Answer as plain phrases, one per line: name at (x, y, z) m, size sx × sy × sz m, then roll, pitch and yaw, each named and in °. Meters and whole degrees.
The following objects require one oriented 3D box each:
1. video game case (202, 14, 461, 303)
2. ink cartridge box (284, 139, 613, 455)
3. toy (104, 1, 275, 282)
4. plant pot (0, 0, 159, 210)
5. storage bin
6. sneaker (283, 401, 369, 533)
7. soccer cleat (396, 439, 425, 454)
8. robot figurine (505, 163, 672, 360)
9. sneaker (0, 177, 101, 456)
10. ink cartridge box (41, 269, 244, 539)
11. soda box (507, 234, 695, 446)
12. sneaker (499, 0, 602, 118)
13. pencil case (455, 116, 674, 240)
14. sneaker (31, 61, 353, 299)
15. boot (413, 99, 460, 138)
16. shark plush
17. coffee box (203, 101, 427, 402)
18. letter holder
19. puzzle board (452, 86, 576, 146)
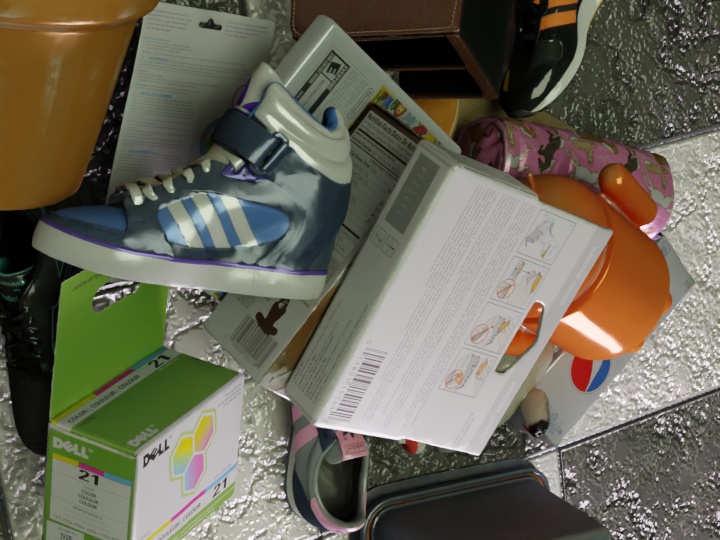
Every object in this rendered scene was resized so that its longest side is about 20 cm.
video game case at (-0.038, -0.055, 1.033) m, size 0.200 × 0.023 × 0.182 m, roll -51°, pitch 137°, yaw 1°
ink cartridge box at (0.063, 0.026, 1.004) m, size 0.176 × 0.045 × 0.201 m, roll 17°, pitch 107°, yaw -44°
toy at (-0.137, -0.091, 1.042) m, size 0.115 × 0.047 × 0.201 m, roll 0°, pitch 107°, yaw -45°
plant pot at (-0.230, -0.146, 0.909) m, size 0.199 × 0.200 × 0.184 m, roll -2°, pitch 116°, yaw -30°
storage bin at (0.108, 0.256, 1.206) m, size 0.199 × 0.134 × 0.147 m, roll -6°, pitch 102°, yaw -29°
sneaker at (-0.020, 0.109, 1.132) m, size 0.070 × 0.082 × 0.202 m, roll -12°, pitch 105°, yaw -28°
soccer cleat at (0.054, 0.055, 1.162) m, size 0.085 × 0.069 × 0.201 m, roll -11°, pitch 112°, yaw -18°
robot figurine at (0.162, 0.000, 1.115) m, size 0.200 × 0.143 × 0.117 m, roll 31°, pitch 46°, yaw -44°
sneaker at (-0.227, 0.030, 0.988) m, size 0.079 × 0.075 × 0.202 m, roll -13°, pitch 104°, yaw -66°
ink cartridge box at (-0.145, 0.087, 0.996) m, size 0.148 × 0.075 × 0.201 m, roll -36°, pitch 139°, yaw -59°
soda box at (0.198, 0.053, 1.258) m, size 0.200 × 0.068 × 0.064 m, roll -46°, pitch 119°, yaw -15°
sneaker at (0.147, -0.222, 1.177) m, size 0.090 × 0.070 × 0.201 m, roll 35°, pitch 73°, yaw -27°
pencil case at (0.166, -0.072, 1.191) m, size 0.199 × 0.083 × 0.087 m, roll 10°, pitch 84°, yaw -33°
sneaker at (-0.101, -0.065, 0.923) m, size 0.199 × 0.081 × 0.148 m, roll 9°, pitch 96°, yaw -20°
boot at (-0.015, -0.094, 1.081) m, size 0.202 × 0.071 × 0.144 m, roll -52°, pitch 143°, yaw -4°
shark plush at (0.118, 0.062, 1.207) m, size 0.090 × 0.083 × 0.201 m, roll 28°, pitch 56°, yaw -11°
coffee box at (0.000, 0.000, 1.027) m, size 0.200 × 0.080 × 0.114 m, roll -52°, pitch 139°, yaw 3°
letter holder at (0.037, -0.239, 1.076) m, size 0.101 × 0.141 × 0.201 m, roll 43°, pitch 52°, yaw -60°
puzzle board at (0.088, -0.055, 1.204) m, size 0.150 × 0.017 × 0.201 m, roll 24°, pitch 88°, yaw -33°
